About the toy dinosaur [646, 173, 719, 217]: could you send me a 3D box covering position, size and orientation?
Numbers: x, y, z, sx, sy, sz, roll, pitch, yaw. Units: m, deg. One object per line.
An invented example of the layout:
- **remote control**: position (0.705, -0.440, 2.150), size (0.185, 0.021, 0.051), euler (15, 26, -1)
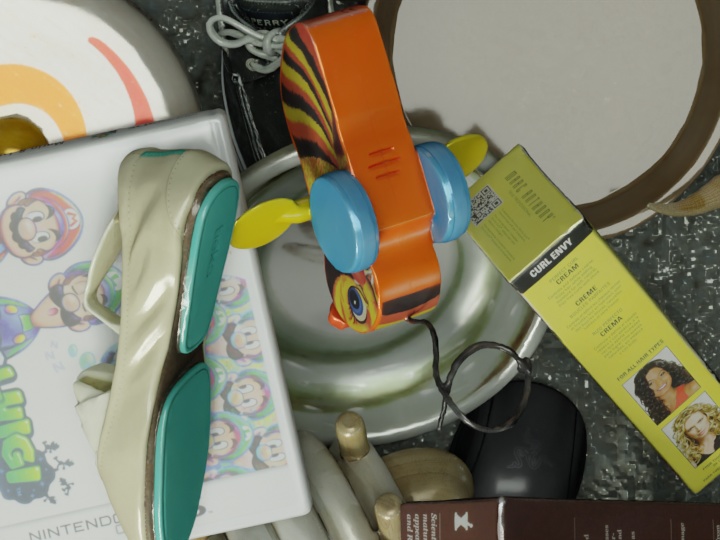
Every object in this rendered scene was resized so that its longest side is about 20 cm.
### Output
- **toy dinosaur**: position (0.233, -0.064, 1.448), size (0.200, 0.058, 0.101), euler (-44, 91, -16)

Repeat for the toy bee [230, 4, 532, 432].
- **toy bee**: position (-0.001, -0.015, 1.312), size (0.130, 0.109, 0.201), euler (4, 74, -20)

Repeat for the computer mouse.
- **computer mouse**: position (0.094, 0.167, 1.471), size (0.140, 0.046, 0.201), euler (20, 95, -4)

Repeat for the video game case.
- **video game case**: position (-0.131, 0.039, 1.330), size (0.181, 0.024, 0.201), euler (-12, 104, 1)

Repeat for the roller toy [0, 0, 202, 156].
- **roller toy**: position (-0.168, -0.063, 1.387), size (0.181, 0.140, 0.201), euler (-8, 96, -2)

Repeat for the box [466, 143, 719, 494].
- **box**: position (0.124, 0.027, 1.396), size (0.050, 0.075, 0.200), euler (-41, 132, 3)

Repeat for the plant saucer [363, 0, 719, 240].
- **plant saucer**: position (0.097, -0.112, 1.450), size (0.199, 0.029, 0.201), euler (0, 95, -3)

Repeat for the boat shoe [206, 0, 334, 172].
- **boat shoe**: position (-0.040, -0.124, 1.416), size (0.073, 0.068, 0.201), euler (3, 95, 11)

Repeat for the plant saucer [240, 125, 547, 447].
- **plant saucer**: position (0.000, 0.000, 1.424), size (0.199, 0.050, 0.201), euler (-5, 127, -7)

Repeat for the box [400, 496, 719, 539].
- **box**: position (0.111, 0.164, 1.395), size (0.199, 0.075, 0.101), euler (7, 80, -46)

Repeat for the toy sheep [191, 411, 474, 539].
- **toy sheep**: position (-0.033, 0.146, 1.420), size (0.199, 0.138, 0.139), euler (-23, 97, -5)

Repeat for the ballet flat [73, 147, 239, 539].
- **ballet flat**: position (-0.099, 0.037, 1.291), size (0.069, 0.070, 0.201), euler (9, 107, -3)
